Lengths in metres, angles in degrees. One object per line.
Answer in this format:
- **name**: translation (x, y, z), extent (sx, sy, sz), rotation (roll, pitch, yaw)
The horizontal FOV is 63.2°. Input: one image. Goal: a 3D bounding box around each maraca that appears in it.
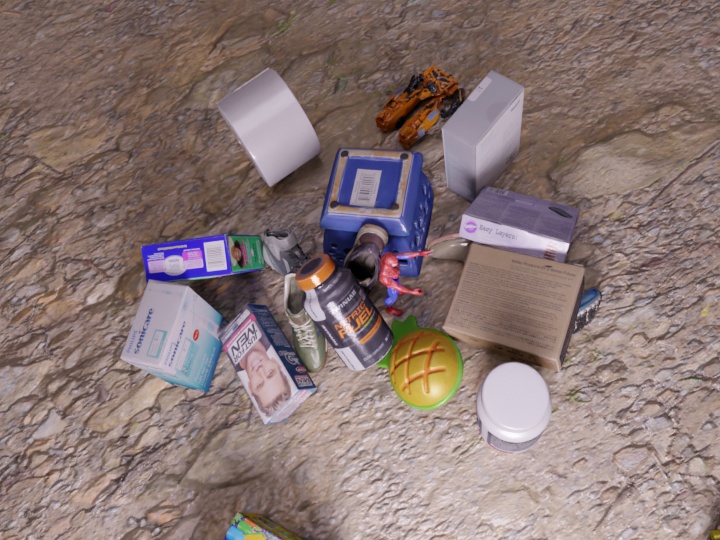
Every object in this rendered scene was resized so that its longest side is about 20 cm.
- **maraca**: translation (0.100, 0.159, 1.030), extent (0.138, 0.107, 0.200), rotation (-50, 42, -1)

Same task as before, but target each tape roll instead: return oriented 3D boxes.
- **tape roll**: translation (-0.192, -0.299, 1.236), extent (0.138, 0.203, 0.204), rotation (-35, 64, -5)

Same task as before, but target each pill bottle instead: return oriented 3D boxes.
- **pill bottle**: translation (-0.033, 0.069, 1.022), extent (0.105, 0.201, 0.107), rotation (-29, 24, 14)
- **pill bottle**: translation (0.239, 0.217, 0.918), extent (0.112, 0.201, 0.116), rotation (-4, 65, 9)

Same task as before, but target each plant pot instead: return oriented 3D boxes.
- **plant pot**: translation (0.029, -0.119, 1.121), extent (0.196, 0.180, 0.203), rotation (7, 66, 13)

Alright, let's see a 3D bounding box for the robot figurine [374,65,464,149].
- **robot figurine**: translation (0.134, -0.365, 1.276), extent (0.145, 0.058, 0.200), rotation (41, 80, 23)

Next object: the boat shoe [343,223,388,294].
- **boat shoe**: translation (0.000, 0.000, 1.064), extent (0.071, 0.201, 0.065), rotation (24, 52, 1)

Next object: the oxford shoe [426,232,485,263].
- **oxford shoe**: translation (0.223, -0.028, 1.104), extent (0.196, 0.071, 0.075), rotation (0, 72, 13)

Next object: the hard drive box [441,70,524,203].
- **hard drive box**: translation (0.237, -0.249, 1.126), extent (0.076, 0.201, 0.156), rotation (36, 76, 23)

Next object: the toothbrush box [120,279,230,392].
- **toothbrush box**: translation (-0.333, 0.125, 1.077), extent (0.084, 0.201, 0.149), rotation (8, 67, 15)

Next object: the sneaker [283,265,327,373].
- **sneaker**: translation (-0.109, 0.091, 1.072), extent (0.066, 0.090, 0.204), rotation (-6, 87, 14)

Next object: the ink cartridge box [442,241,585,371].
- **ink cartridge box**: translation (0.260, 0.058, 0.988), extent (0.197, 0.075, 0.167), rotation (15, 72, 30)

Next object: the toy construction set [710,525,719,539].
- **toy construction set**: translation (0.572, 0.420, 0.820), extent (0.196, 0.093, 0.132), rotation (-2, 41, 2)

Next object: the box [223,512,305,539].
- **box**: translation (-0.144, 0.519, 0.908), extent (0.190, 0.122, 0.202), rotation (21, 72, 18)

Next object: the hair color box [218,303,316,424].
- **hair color box**: translation (-0.176, 0.170, 1.085), extent (0.100, 0.060, 0.201), rotation (-46, 63, 18)

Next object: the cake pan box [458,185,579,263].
- **cake pan box**: translation (0.290, -0.089, 1.070), extent (0.197, 0.053, 0.184), rotation (17, 28, 17)

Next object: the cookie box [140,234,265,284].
- **cookie box**: translation (-0.295, -0.024, 1.132), extent (0.168, 0.200, 0.077), rotation (-7, 93, 9)

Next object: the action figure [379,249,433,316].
- **action figure**: translation (0.083, 0.020, 1.038), extent (0.097, 0.201, 0.066), rotation (0, 66, 10)

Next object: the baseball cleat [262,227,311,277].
- **baseball cleat**: translation (-0.121, -0.013, 1.146), extent (0.198, 0.107, 0.070), rotation (30, 53, 20)

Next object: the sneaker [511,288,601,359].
- **sneaker**: translation (0.331, 0.074, 1.033), extent (0.197, 0.079, 0.091), rotation (-25, 60, 0)
